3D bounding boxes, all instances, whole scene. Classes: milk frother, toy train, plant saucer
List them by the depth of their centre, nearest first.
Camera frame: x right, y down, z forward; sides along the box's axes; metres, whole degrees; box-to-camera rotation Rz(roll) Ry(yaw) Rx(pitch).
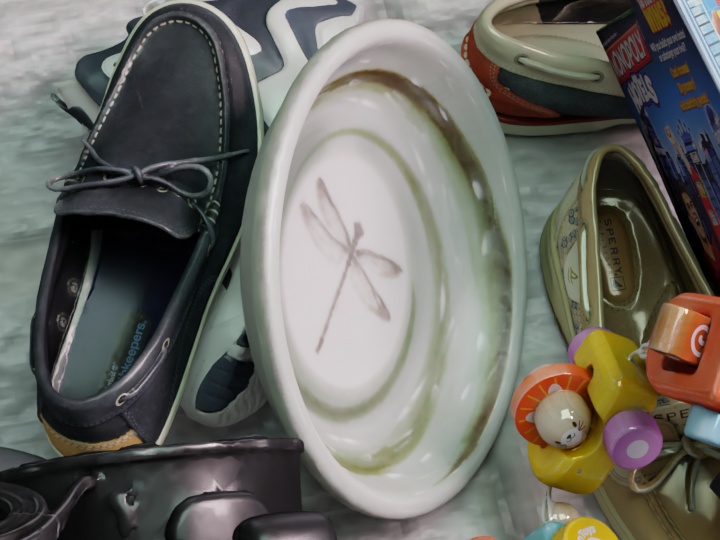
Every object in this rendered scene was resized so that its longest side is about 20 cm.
[{"bbox_3d":[-0.102,0.159,1.044,0.199,0.180,0.189,-5,83,-13],"label":"milk frother"},{"bbox_3d":[0.093,0.084,1.139,0.055,0.150,0.201,20,91,-24],"label":"toy train"},{"bbox_3d":[0.000,0.000,1.193,0.050,0.200,0.201,-2,55,33],"label":"plant saucer"}]

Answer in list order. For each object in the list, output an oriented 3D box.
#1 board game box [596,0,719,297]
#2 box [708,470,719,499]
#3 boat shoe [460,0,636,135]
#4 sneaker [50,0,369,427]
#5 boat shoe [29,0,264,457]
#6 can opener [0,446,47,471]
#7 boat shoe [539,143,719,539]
[{"bbox_3d":[0.156,-0.072,1.180,0.061,0.200,0.201,-23,92,-5],"label":"board game box"},{"bbox_3d":[0.261,0.083,1.182,0.199,0.079,0.141,-22,67,-39],"label":"box"},{"bbox_3d":[0.142,-0.104,1.314,0.199,0.063,0.072,-7,60,-11],"label":"boat shoe"},{"bbox_3d":[-0.079,-0.035,1.250,0.129,0.080,0.200,10,73,14],"label":"sneaker"},{"bbox_3d":[-0.086,-0.020,1.169,0.074,0.062,0.201,8,70,15],"label":"boat shoe"},{"bbox_3d":[-0.097,0.112,1.168,0.199,0.067,0.054,11,61,0],"label":"can opener"},{"bbox_3d":[0.124,0.044,1.230,0.073,0.063,0.201,-15,65,-14],"label":"boat shoe"}]
